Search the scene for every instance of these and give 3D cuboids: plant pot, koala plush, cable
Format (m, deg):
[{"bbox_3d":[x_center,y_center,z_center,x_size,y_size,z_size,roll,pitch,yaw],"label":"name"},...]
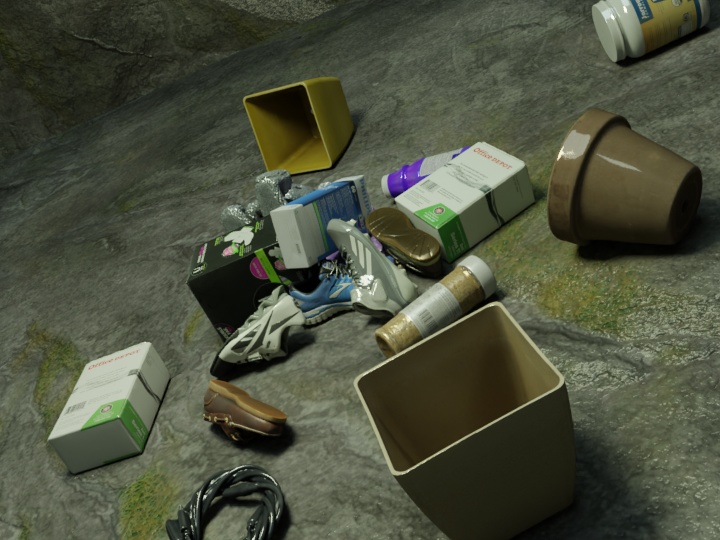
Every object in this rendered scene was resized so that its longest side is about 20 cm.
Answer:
[{"bbox_3d":[0.132,0.190,1.046,0.197,0.179,0.200,-28,27,-1],"label":"plant pot"},{"bbox_3d":[0.391,-0.117,1.350,0.173,0.202,0.200,23,53,36],"label":"plant pot"},{"bbox_3d":[-0.136,-0.104,1.839,0.177,0.185,0.200,-36,2,35],"label":"koala plush"},{"bbox_3d":[-0.126,-0.359,2.217,0.197,0.203,0.176,-4,23,38],"label":"plant pot"},{"bbox_3d":[-0.170,0.336,1.230,0.162,0.051,0.199,-31,25,-16],"label":"cable"}]

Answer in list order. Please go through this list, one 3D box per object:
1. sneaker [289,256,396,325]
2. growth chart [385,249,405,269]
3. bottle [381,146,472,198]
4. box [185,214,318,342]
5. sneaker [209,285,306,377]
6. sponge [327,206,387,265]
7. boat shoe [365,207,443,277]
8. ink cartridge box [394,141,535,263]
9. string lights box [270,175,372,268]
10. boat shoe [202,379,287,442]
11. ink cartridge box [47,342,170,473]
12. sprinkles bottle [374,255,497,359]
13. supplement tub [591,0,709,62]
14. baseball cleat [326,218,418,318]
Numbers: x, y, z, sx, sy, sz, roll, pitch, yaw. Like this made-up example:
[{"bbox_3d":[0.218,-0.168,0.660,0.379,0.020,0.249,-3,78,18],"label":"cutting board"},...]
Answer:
[{"bbox_3d":[-0.032,0.020,1.583,0.197,0.090,0.079,-22,28,6],"label":"sneaker"},{"bbox_3d":[0.042,-0.052,1.715,0.198,0.018,0.145,3,40,45],"label":"growth chart"},{"bbox_3d":[0.136,-0.182,1.796,0.197,0.066,0.084,-12,30,29],"label":"bottle"},{"bbox_3d":[-0.190,0.009,1.680,0.197,0.150,0.125,-21,29,11],"label":"box"},{"bbox_3d":[-0.170,0.126,1.554,0.200,0.089,0.074,-46,-4,17],"label":"sneaker"},{"bbox_3d":[-0.013,-0.049,1.712,0.110,0.030,0.201,-25,26,8],"label":"sponge"},{"bbox_3d":[0.073,-0.045,1.597,0.072,0.066,0.200,-30,38,-12],"label":"boat shoe"},{"bbox_3d":[0.183,-0.123,1.619,0.198,0.084,0.146,-34,36,-12],"label":"ink cartridge box"},{"bbox_3d":[-0.059,-0.087,1.615,0.058,0.105,0.199,-3,18,40],"label":"string lights box"},{"bbox_3d":[-0.178,0.224,1.408,0.199,0.070,0.072,13,85,56],"label":"boat shoe"},{"bbox_3d":[-0.423,0.230,1.588,0.144,0.085,0.201,-19,29,17],"label":"ink cartridge box"},{"bbox_3d":[0.114,0.060,1.402,0.199,0.069,0.068,-37,29,-16],"label":"sprinkles bottle"},{"bbox_3d":[0.582,-0.520,1.873,0.197,0.146,0.145,-24,27,7],"label":"supplement tub"},{"bbox_3d":[0.000,0.000,1.518,0.199,0.070,0.106,39,69,19],"label":"baseball cleat"}]
